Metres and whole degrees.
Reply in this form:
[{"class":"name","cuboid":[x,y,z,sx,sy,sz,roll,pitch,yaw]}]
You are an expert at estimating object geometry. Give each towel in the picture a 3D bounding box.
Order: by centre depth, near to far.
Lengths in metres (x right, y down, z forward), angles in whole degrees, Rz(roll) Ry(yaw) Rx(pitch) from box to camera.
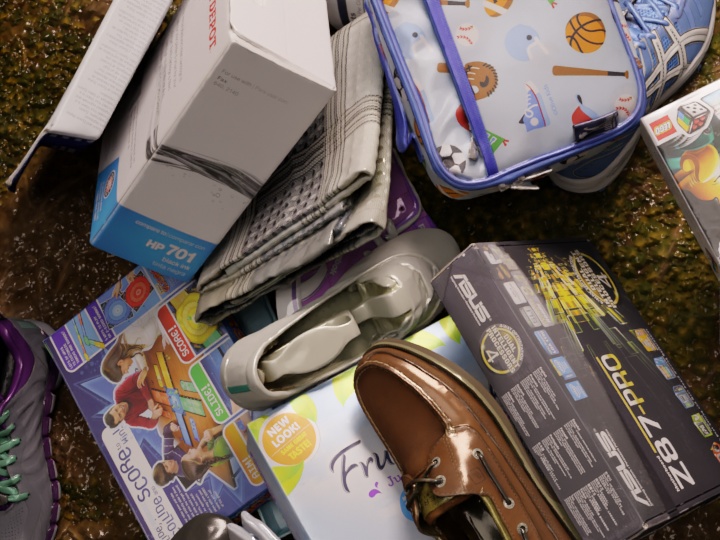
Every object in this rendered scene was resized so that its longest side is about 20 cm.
[{"class":"towel","cuboid":[-0.049,-0.076,0.879,0.192,0.034,0.201,-28,45,38]}]

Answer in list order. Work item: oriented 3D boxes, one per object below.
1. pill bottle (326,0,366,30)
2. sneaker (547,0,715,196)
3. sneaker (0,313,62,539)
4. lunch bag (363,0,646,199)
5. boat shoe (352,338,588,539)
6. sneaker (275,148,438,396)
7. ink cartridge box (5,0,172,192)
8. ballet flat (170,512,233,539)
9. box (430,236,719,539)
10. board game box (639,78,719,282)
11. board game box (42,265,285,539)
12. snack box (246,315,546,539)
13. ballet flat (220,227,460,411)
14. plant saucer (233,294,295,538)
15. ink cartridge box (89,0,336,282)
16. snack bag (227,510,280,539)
[{"class":"pill bottle","cuboid":[0.035,-0.228,0.925,0.199,0.116,0.116,11,80,16]},{"class":"sneaker","cuboid":[0.195,-0.148,0.885,0.075,0.077,0.201,26,83,20]},{"class":"sneaker","cuboid":[-0.274,0.131,0.936,0.074,0.088,0.201,-5,76,13]},{"class":"lunch bag","cuboid":[0.086,-0.147,0.805,0.160,0.076,0.201,-19,87,-3]},{"class":"boat shoe","cuboid":[0.060,0.125,0.748,0.200,0.068,0.072,45,134,15]},{"class":"sneaker","cuboid":[0.000,0.000,0.901,0.114,0.073,0.201,-4,72,10]},{"class":"ink cartridge box","cuboid":[-0.198,-0.139,0.930,0.040,0.200,0.201,30,85,-15]},{"class":"ballet flat","cuboid":[-0.134,0.264,0.854,0.068,0.068,0.201,24,100,10]},{"class":"box","cuboid":[0.148,0.072,0.801,0.049,0.161,0.200,-43,67,33]},{"class":"board game box","cuboid":[0.288,-0.080,0.757,0.199,0.035,0.127,-27,72,7]},{"class":"board game box","cuboid":[-0.136,0.096,0.920,0.135,0.034,0.200,-36,70,12]},{"class":"snack box","cuboid":[0.048,0.134,0.830,0.199,0.068,0.169,-26,70,-17]},{"class":"ballet flat","cuboid":[-0.001,0.034,0.838,0.200,0.070,0.070,-30,70,-20]},{"class":"plant saucer","cuboid":[-0.072,0.095,0.929,0.070,0.019,0.201,-27,71,8]},{"class":"ink cartridge box","cuboid":[-0.107,-0.114,0.876,0.200,0.086,0.147,-47,31,32]},{"class":"snack bag","cuboid":[-0.008,0.258,0.789,0.200,0.189,0.021,39,63,23]}]
